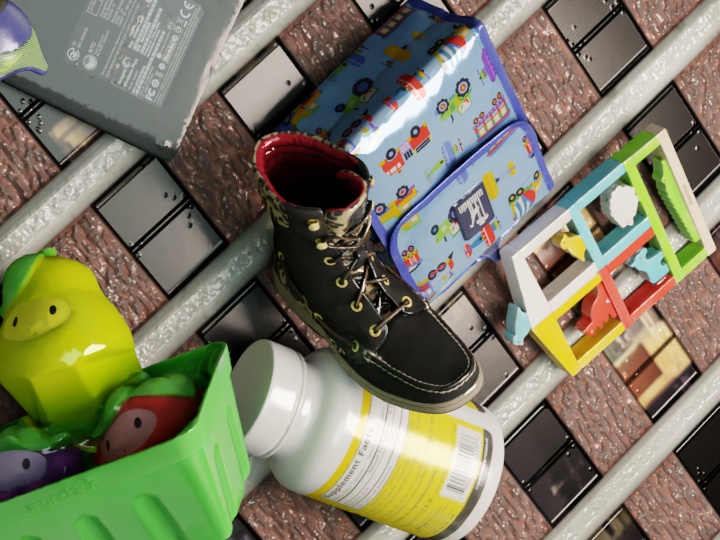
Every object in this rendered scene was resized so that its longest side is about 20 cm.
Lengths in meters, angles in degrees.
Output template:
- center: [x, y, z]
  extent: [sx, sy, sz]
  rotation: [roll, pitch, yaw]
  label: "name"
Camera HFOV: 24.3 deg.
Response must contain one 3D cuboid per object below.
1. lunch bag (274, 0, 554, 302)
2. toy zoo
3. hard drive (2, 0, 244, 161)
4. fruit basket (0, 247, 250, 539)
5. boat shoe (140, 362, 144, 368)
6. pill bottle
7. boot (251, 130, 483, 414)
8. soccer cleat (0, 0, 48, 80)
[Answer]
- center: [0.054, -0.076, 1.260]
  extent: [0.151, 0.094, 0.201]
  rotation: [-44, 128, -12]
  label: "lunch bag"
- center: [0.191, -0.007, 1.343]
  extent: [0.200, 0.020, 0.132]
  rotation: [-40, 122, -13]
  label: "toy zoo"
- center: [-0.191, -0.181, 1.153]
  extent: [0.199, 0.033, 0.141]
  rotation: [26, 88, -25]
  label: "hard drive"
- center: [-0.188, 0.093, 1.110]
  extent: [0.213, 0.156, 0.218]
  rotation: [2, 113, 5]
  label: "fruit basket"
- center: [-0.153, 0.142, 1.208]
  extent: [0.068, 0.057, 0.202]
  rotation: [-28, 108, -17]
  label: "boat shoe"
- center: [-0.001, 0.123, 1.242]
  extent: [0.198, 0.111, 0.112]
  rotation: [24, 89, -25]
  label: "pill bottle"
- center: [0.000, 0.000, 1.153]
  extent: [0.073, 0.200, 0.151]
  rotation: [-35, 144, -18]
  label: "boot"
- center: [-0.292, -0.100, 1.087]
  extent: [0.199, 0.065, 0.084]
  rotation: [-36, 122, 3]
  label: "soccer cleat"
